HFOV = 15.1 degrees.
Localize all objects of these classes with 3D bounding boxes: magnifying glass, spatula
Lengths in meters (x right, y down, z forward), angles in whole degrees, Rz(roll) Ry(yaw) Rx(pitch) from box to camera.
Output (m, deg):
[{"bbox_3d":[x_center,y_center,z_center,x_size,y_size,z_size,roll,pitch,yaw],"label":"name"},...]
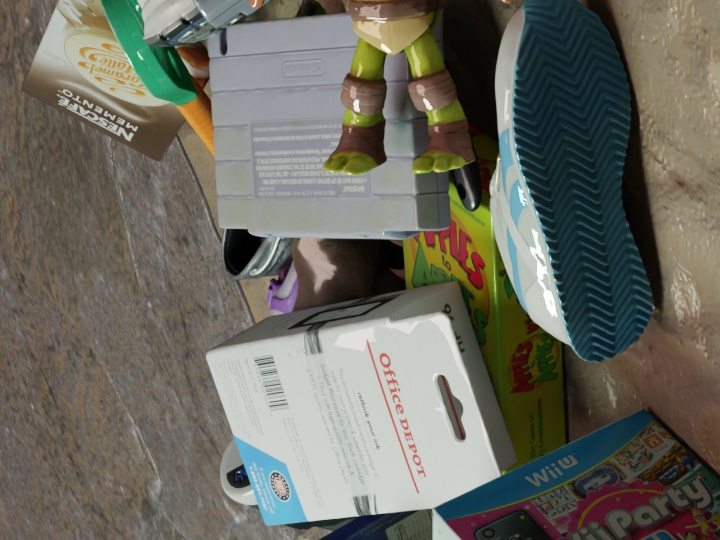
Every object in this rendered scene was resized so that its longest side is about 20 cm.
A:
[{"bbox_3d":[-0.119,-0.122,1.695,0.080,0.022,0.200,68,-172,28],"label":"magnifying glass"},{"bbox_3d":[0.047,-0.131,1.517,0.056,0.020,0.202,151,115,-66],"label":"spatula"}]

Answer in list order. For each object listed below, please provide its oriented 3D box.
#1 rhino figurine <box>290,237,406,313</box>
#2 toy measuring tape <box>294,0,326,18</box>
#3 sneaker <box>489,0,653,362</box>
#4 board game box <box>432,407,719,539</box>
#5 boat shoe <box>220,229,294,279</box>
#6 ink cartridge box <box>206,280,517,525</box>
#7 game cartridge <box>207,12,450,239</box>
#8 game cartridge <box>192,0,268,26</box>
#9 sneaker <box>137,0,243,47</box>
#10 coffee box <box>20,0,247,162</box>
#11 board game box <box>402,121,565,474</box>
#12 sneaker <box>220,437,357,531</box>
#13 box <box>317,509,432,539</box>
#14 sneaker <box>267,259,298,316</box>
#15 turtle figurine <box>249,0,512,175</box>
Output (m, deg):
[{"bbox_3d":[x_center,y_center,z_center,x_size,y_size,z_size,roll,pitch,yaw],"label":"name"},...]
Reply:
[{"bbox_3d":[0.000,0.000,1.662,0.060,0.087,0.201,-96,13,-63],"label":"rhino figurine"},{"bbox_3d":[-0.010,-0.137,1.637,0.074,0.073,0.201,50,133,34],"label":"toy measuring tape"},{"bbox_3d":[0.100,-0.052,1.444,0.081,0.076,0.201,32,136,56],"label":"sneaker"},{"bbox_3d":[0.150,0.178,1.439,0.200,0.147,0.065,44,148,41],"label":"board game box"},{"bbox_3d":[-0.053,-0.060,1.770,0.073,0.062,0.201,55,153,27],"label":"boat shoe"},{"bbox_3d":[0.014,0.077,1.580,0.199,0.068,0.117,-11,102,44],"label":"ink cartridge box"},{"bbox_3d":[-0.019,-0.084,1.570,0.199,0.038,0.131,3,101,53],"label":"game cartridge"},{"bbox_3d":[-0.066,-0.243,1.523,0.040,0.133,0.201,48,-168,-52],"label":"game cartridge"},{"bbox_3d":[-0.063,-0.208,1.561,0.199,0.074,0.088,-31,80,25],"label":"sneaker"},{"bbox_3d":[-0.143,-0.163,1.793,0.114,0.080,0.200,27,154,-6],"label":"coffee box"},{"bbox_3d":[0.072,0.021,1.596,0.102,0.047,0.201,40,144,47],"label":"board game box"},{"bbox_3d":[0.015,0.120,1.785,0.199,0.112,0.074,-19,58,37],"label":"sneaker"},{"bbox_3d":[0.016,0.213,1.687,0.032,0.199,0.122,-6,105,48],"label":"box"},{"bbox_3d":[-0.034,0.045,1.813,0.089,0.080,0.200,64,151,22],"label":"sneaker"},{"bbox_3d":[0.007,-0.135,1.450,0.064,0.198,0.162,-77,-16,-75],"label":"turtle figurine"}]
